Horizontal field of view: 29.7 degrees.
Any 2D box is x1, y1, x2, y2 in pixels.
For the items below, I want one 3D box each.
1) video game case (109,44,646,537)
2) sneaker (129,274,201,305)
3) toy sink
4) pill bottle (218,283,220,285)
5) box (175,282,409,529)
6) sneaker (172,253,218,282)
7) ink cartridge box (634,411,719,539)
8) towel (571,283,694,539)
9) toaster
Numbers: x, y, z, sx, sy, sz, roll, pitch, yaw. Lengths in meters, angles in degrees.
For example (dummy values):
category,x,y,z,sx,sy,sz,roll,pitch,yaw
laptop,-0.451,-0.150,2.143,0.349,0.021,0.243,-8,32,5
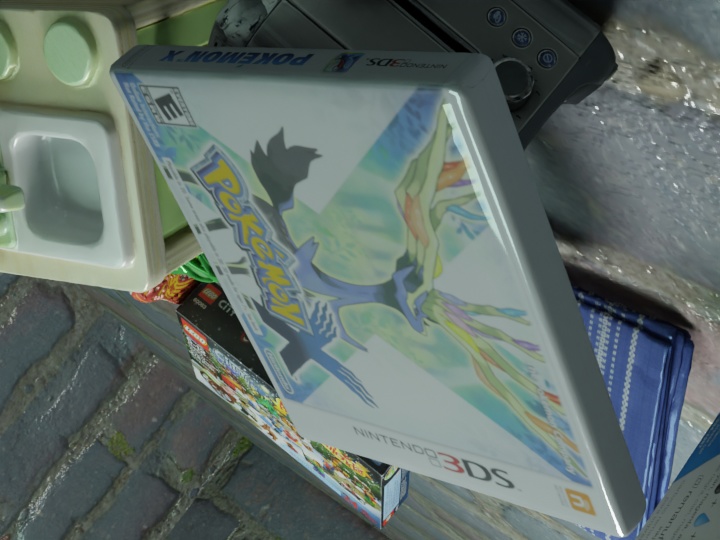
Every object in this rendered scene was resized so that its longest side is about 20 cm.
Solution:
category,x,y,z,sx,sy,sz,roll,pitch,yaw
video game case,0.005,0.006,0.517,0.181,0.022,0.201,10,135,44
sneaker,-0.152,-0.021,0.956,0.077,0.073,0.200,38,171,6
toy sink,-0.124,-0.070,0.646,0.111,0.200,0.132,7,114,29
pill bottle,-0.051,0.067,1.253,0.109,0.110,0.200,25,162,46
box,-0.049,0.103,1.032,0.199,0.038,0.137,37,160,17
sneaker,-0.080,-0.014,0.794,0.200,0.083,0.075,-128,22,-72
ink cartridge box,0.236,0.146,0.622,0.144,0.148,0.200,40,167,-6
towel,0.109,0.068,0.813,0.199,0.024,0.146,27,121,45
toaster,0.011,-0.076,0.569,0.129,0.114,0.200,42,168,-2
